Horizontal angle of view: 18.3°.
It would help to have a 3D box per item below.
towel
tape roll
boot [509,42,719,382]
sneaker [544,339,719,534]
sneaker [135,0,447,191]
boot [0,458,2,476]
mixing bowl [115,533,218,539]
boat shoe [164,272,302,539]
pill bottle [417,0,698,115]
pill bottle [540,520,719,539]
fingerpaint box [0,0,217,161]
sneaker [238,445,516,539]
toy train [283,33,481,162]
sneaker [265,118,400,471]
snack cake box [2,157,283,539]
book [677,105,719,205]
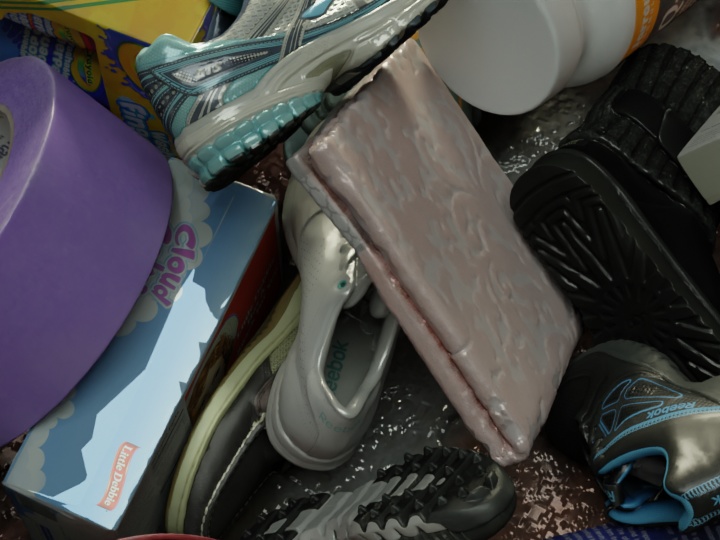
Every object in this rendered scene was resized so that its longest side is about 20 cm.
[{"bbox_3d":[0.047,-0.014,1.160,0.032,0.200,0.191,-31,99,24],"label":"towel"},{"bbox_3d":[-0.196,-0.008,1.178,0.085,0.200,0.201,38,66,-30],"label":"tape roll"},{"bbox_3d":[0.186,-0.013,1.240,0.158,0.079,0.212,-41,103,-45],"label":"boot"},{"bbox_3d":[0.140,0.086,1.142,0.082,0.200,0.073,-31,103,-22],"label":"sneaker"},{"bbox_3d":[-0.027,-0.129,1.112,0.200,0.078,0.086,-40,92,-31],"label":"sneaker"},{"bbox_3d":[-0.221,0.196,1.111,0.072,0.200,0.167,11,43,-38],"label":"boot"},{"bbox_3d":[-0.108,0.216,1.114,0.199,0.108,0.201,-2,99,-14],"label":"mixing bowl"},{"bbox_3d":[-0.034,0.069,1.214,0.066,0.072,0.201,24,65,16],"label":"boat shoe"},{"bbox_3d":[0.125,-0.172,1.252,0.116,0.117,0.200,37,49,15],"label":"pill bottle"},{"bbox_3d":[0.159,0.180,1.139,0.199,0.116,0.116,-14,68,-4],"label":"pill bottle"},{"bbox_3d":[-0.146,-0.126,1.227,0.166,0.200,0.074,21,70,9],"label":"fingerpaint box"},{"bbox_3d":[0.021,0.147,1.132,0.091,0.200,0.066,54,49,-11],"label":"sneaker"},{"bbox_3d":[0.016,-0.127,1.292,0.113,0.085,0.201,4,67,-7],"label":"toy train"},{"bbox_3d":[0.000,0.000,1.168,0.075,0.089,0.201,11,67,-14],"label":"sneaker"},{"bbox_3d":[-0.111,0.055,1.197,0.067,0.115,0.201,21,69,10],"label":"snack cake box"},{"bbox_3d":[0.271,-0.119,1.211,0.048,0.133,0.200,55,49,-7],"label":"book"}]
